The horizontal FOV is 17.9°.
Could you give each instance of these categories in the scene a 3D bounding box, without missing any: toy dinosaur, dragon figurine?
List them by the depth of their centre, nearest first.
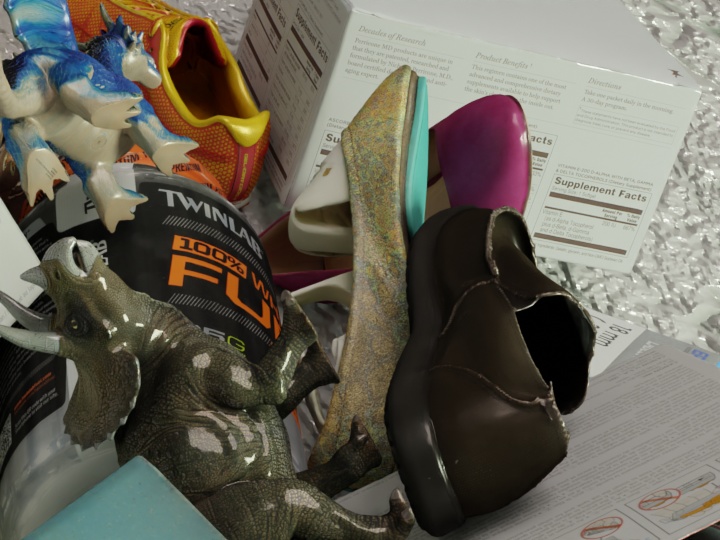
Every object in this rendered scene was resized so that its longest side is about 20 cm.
[{"bbox_3d":[-0.044,0.074,0.796,0.201,0.102,0.077,62,-2,7],"label":"toy dinosaur"},{"bbox_3d":[-0.125,-0.076,0.881,0.100,0.059,0.200,48,10,22],"label":"dragon figurine"}]

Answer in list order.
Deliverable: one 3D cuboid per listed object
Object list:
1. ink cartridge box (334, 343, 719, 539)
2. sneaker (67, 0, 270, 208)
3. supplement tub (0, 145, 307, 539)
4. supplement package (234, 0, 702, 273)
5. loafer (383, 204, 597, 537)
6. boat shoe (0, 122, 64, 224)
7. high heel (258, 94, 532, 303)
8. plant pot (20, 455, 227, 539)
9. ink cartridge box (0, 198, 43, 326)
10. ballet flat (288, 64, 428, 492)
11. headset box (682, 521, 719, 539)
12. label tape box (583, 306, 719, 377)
[{"bbox_3d":[0.089,0.096,0.814,0.161,0.050,0.200,-25,19,-12],"label":"ink cartridge box"},{"bbox_3d":[-0.102,-0.114,1.186,0.073,0.078,0.200,-10,46,-39],"label":"sneaker"},{"bbox_3d":[-0.090,0.043,0.934,0.122,0.123,0.201,11,36,-20],"label":"supplement tub"},{"bbox_3d":[0.050,-0.097,1.206,0.198,0.112,0.156,11,24,-21],"label":"supplement package"},{"bbox_3d":[0.057,0.033,0.865,0.071,0.073,0.200,-13,26,13],"label":"loafer"},{"bbox_3d":[-0.173,-0.048,0.965,0.072,0.072,0.200,57,33,4],"label":"boat shoe"},{"bbox_3d":[0.012,-0.027,1.051,0.095,0.200,0.068,-4,70,-18],"label":"high heel"},{"bbox_3d":[-0.108,0.189,0.706,0.199,0.142,0.141,-29,60,-37],"label":"plant pot"},{"bbox_3d":[-0.215,-0.025,0.819,0.161,0.050,0.201,-51,121,-40],"label":"ink cartridge box"},{"bbox_3d":[0.000,0.000,0.952,0.070,0.071,0.202,10,59,-21],"label":"ballet flat"},{"bbox_3d":[0.107,0.138,0.869,0.149,0.199,0.076,-42,115,-54],"label":"headset box"},{"bbox_3d":[0.109,0.073,1.020,0.199,0.064,0.144,20,20,16],"label":"label tape box"}]
